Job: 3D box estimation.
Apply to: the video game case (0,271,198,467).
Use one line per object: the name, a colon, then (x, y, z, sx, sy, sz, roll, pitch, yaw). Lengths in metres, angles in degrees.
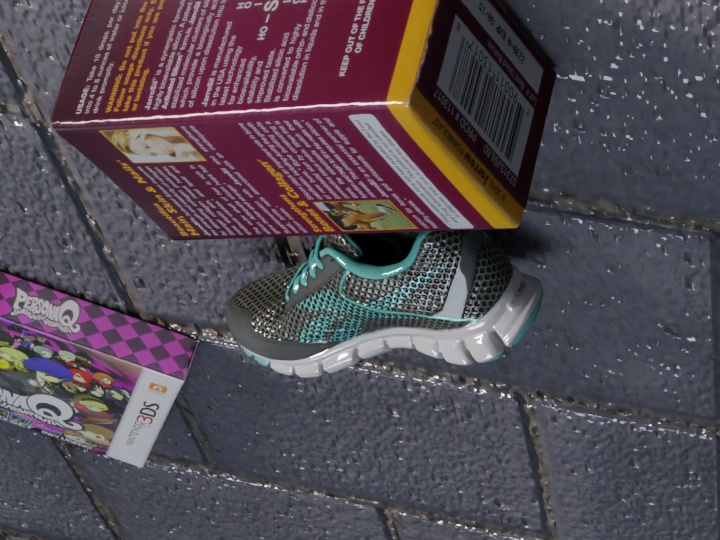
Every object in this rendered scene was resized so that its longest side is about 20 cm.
video game case: (-0.217, 0.057, 1.555, 0.198, 0.036, 0.181, 20, 154, -6)

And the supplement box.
supplement box: (-0.026, -0.078, 1.089, 0.199, 0.086, 0.110, -1, 151, 33)

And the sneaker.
sneaker: (0.000, 0.000, 1.278, 0.199, 0.078, 0.091, -8, 130, 37)
